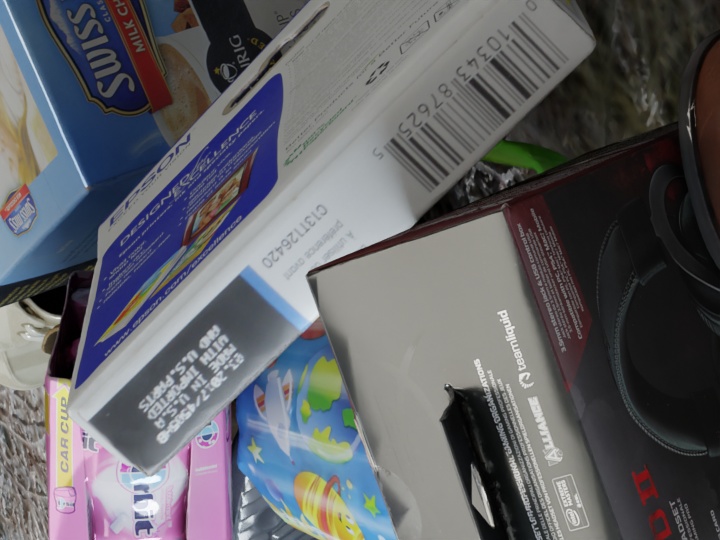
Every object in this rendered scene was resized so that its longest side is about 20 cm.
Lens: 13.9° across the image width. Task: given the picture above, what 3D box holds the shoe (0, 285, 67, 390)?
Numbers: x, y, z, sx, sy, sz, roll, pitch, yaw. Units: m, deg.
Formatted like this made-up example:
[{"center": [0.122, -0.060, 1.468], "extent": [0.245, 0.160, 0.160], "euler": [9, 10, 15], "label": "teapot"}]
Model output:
[{"center": [-0.160, -0.003, 1.455], "extent": [0.053, 0.070, 0.200], "euler": [52, 150, 34], "label": "shoe"}]

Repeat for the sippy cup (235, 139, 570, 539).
[{"center": [0.030, 0.053, 1.028], "extent": [0.130, 0.178, 0.140], "euler": [8, 146, 45], "label": "sippy cup"}]

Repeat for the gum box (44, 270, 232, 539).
[{"center": [-0.081, 0.074, 1.105], "extent": [0.200, 0.066, 0.114], "euler": [-102, 11, -78], "label": "gum box"}]

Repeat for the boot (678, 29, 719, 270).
[{"center": [0.182, -0.007, 0.803], "extent": [0.200, 0.068, 0.189], "euler": [-31, 81, 63], "label": "boot"}]

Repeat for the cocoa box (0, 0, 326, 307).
[{"center": [-0.112, -0.081, 1.238], "extent": [0.134, 0.131, 0.200], "euler": [66, 154, 6], "label": "cocoa box"}]

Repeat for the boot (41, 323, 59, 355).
[{"center": [-0.083, 0.026, 1.328], "extent": [0.200, 0.075, 0.074], "euler": [-27, 83, 63], "label": "boot"}]

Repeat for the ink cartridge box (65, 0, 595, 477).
[{"center": [-0.014, -0.042, 0.982], "extent": [0.047, 0.198, 0.200], "euler": [42, -168, -12], "label": "ink cartridge box"}]

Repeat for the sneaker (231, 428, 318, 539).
[{"center": [-0.041, 0.110, 1.288], "extent": [0.082, 0.070, 0.200], "euler": [50, 156, 35], "label": "sneaker"}]

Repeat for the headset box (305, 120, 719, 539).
[{"center": [0.076, 0.043, 0.884], "extent": [0.077, 0.200, 0.149], "euler": [-19, 92, 33], "label": "headset box"}]

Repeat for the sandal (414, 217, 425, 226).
[{"center": [-0.001, 0.000, 1.179], "extent": [0.080, 0.057, 0.201], "euler": [52, 164, 20], "label": "sandal"}]

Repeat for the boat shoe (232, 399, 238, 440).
[{"center": [-0.082, 0.125, 1.411], "extent": [0.072, 0.059, 0.200], "euler": [58, 152, 22], "label": "boat shoe"}]
